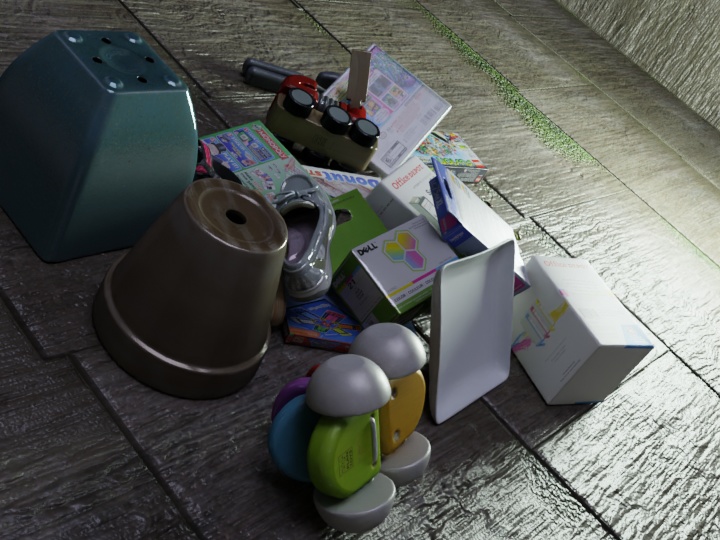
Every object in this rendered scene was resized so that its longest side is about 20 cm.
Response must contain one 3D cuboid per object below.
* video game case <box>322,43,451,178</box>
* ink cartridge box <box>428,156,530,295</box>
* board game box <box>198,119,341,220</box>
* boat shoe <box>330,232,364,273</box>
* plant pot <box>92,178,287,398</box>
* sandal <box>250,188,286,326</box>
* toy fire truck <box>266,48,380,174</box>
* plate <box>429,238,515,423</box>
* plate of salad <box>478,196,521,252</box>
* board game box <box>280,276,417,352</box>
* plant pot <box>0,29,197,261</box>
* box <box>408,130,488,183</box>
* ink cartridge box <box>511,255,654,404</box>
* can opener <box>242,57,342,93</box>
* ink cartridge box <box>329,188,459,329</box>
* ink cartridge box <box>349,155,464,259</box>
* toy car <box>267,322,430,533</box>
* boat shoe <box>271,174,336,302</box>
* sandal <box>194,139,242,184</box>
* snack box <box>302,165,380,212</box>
[{"bbox_3d":[0.034,-0.276,1.553,0.182,0.024,0.200,39,63,3],"label":"video game case"},{"bbox_3d":[0.156,-0.059,1.246,0.200,0.042,0.120,39,29,-37],"label":"ink cartridge box"},{"bbox_3d":[-0.138,-0.125,1.268,0.134,0.029,0.200,-23,61,-40],"label":"board game box"},{"bbox_3d":[0.000,-0.002,1.235,0.199,0.063,0.074,6,55,-26],"label":"boat shoe"},{"bbox_3d":[-0.164,0.004,0.964,0.198,0.174,0.201,23,32,-15],"label":"plant pot"},{"bbox_3d":[-0.148,-0.025,1.111,0.069,0.078,0.213,3,48,-28],"label":"sandal"},{"bbox_3d":[-0.050,-0.274,1.459,0.175,0.129,0.201,22,38,-16],"label":"toy fire truck"},{"bbox_3d":[0.139,0.070,1.155,0.032,0.202,0.199,10,18,34],"label":"plate"},{"bbox_3d":[0.190,-0.098,1.483,0.199,0.048,0.200,34,11,-8],"label":"plate of salad"},{"bbox_3d":[-0.016,0.064,1.156,0.198,0.020,0.103,13,36,-29],"label":"board game box"},{"bbox_3d":[-0.302,-0.161,1.038,0.196,0.201,0.196,47,35,21],"label":"plant pot"},{"bbox_3d":[0.131,-0.209,1.636,0.199,0.035,0.110,-3,47,-43],"label":"box"},{"bbox_3d":[0.295,0.076,1.310,0.128,0.126,0.201,5,41,-37],"label":"ink cartridge box"},{"bbox_3d":[-0.108,-0.334,1.574,0.198,0.067,0.053,8,41,-27],"label":"can opener"},{"bbox_3d":[0.020,-0.030,1.171,0.147,0.076,0.201,-27,75,-40],"label":"ink cartridge box"},{"bbox_3d":[0.102,-0.059,1.340,0.200,0.084,0.145,44,33,2],"label":"ink cartridge box"},{"bbox_3d":[-0.018,0.153,0.931,0.149,0.177,0.200,7,22,27],"label":"toy car"},{"bbox_3d":[-0.072,-0.054,1.102,0.074,0.065,0.203,-11,46,9],"label":"boat shoe"},{"bbox_3d":[-0.238,-0.153,1.209,0.200,0.045,0.075,40,58,18],"label":"sandal"},{"bbox_3d":[-0.040,-0.122,1.378,0.199,0.024,0.072,5,45,-37],"label":"snack box"}]
